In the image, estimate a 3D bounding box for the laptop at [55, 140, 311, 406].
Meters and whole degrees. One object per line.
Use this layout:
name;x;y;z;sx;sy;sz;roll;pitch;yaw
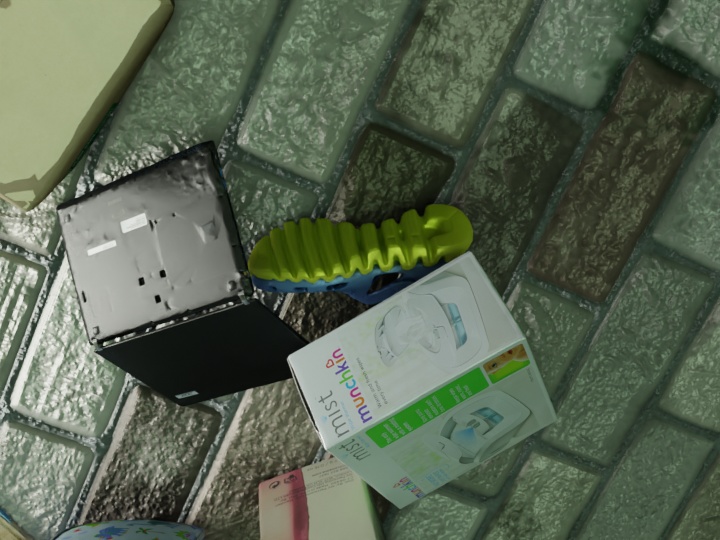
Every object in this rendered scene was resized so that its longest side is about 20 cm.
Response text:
laptop;-0.145;0.014;0.707;0.177;0.103;0.201;-18;86;25

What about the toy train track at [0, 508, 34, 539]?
toy train track;-0.384;0.213;0.767;0.115;0.033;0.200;-37;110;6

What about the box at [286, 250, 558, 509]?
box;0.060;0.103;0.707;0.176;0.097;0.200;-30;146;2

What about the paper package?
paper package;-0.267;-0.181;0.616;0.190;0.104;0.200;35;100;-16

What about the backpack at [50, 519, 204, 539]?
backpack;-0.230;0.310;0.746;0.199;0.183;0.148;-3;85;-5

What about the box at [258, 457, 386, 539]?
box;-0.024;0.282;0.746;0.109;0.200;0.128;-17;109;-2

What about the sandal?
sandal;0.000;0.000;0.726;0.199;0.080;0.087;-3;135;2
